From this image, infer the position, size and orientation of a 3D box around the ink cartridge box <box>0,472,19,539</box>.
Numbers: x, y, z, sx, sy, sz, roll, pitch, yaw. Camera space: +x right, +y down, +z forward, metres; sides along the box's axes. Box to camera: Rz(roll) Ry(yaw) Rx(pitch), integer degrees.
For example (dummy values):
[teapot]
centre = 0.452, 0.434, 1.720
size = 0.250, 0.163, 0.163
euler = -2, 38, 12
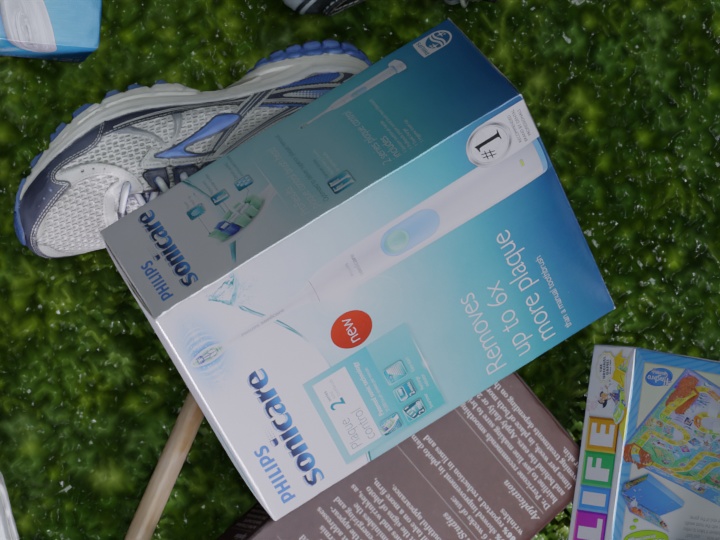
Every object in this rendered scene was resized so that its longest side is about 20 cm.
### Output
[ink cartridge box]
centre = -0.255, 0.185, 1.366
size = 0.200, 0.083, 0.145
euler = -13, 90, -13

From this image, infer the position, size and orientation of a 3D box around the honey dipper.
[honey dipper]
centre = -0.094, 0.095, 1.433
size = 0.038, 0.038, 0.200
euler = 25, 78, -10

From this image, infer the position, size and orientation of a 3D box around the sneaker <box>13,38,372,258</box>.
[sneaker]
centre = -0.072, -0.048, 1.402
size = 0.200, 0.077, 0.085
euler = -23, 49, -11

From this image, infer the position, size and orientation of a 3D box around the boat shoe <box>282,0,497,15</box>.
[boat shoe]
centre = 0.054, -0.169, 1.453
size = 0.200, 0.072, 0.071
euler = -28, 90, -14

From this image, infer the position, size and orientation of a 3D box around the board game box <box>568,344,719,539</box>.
[board game box]
centre = 0.196, 0.117, 1.457
size = 0.200, 0.034, 0.135
euler = 11, 85, -34

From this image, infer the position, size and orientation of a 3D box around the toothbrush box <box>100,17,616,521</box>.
[toothbrush box]
centre = 0.000, 0.000, 1.363
size = 0.200, 0.085, 0.147
euler = -30, 129, -5

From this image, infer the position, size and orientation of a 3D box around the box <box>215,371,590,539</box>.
[box]
centre = 0.012, 0.130, 1.433
size = 0.200, 0.075, 0.100
euler = -41, 97, -13

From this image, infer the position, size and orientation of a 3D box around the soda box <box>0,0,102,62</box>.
[soda box]
centre = -0.227, -0.145, 1.395
size = 0.200, 0.064, 0.068
euler = 4, 87, -12
